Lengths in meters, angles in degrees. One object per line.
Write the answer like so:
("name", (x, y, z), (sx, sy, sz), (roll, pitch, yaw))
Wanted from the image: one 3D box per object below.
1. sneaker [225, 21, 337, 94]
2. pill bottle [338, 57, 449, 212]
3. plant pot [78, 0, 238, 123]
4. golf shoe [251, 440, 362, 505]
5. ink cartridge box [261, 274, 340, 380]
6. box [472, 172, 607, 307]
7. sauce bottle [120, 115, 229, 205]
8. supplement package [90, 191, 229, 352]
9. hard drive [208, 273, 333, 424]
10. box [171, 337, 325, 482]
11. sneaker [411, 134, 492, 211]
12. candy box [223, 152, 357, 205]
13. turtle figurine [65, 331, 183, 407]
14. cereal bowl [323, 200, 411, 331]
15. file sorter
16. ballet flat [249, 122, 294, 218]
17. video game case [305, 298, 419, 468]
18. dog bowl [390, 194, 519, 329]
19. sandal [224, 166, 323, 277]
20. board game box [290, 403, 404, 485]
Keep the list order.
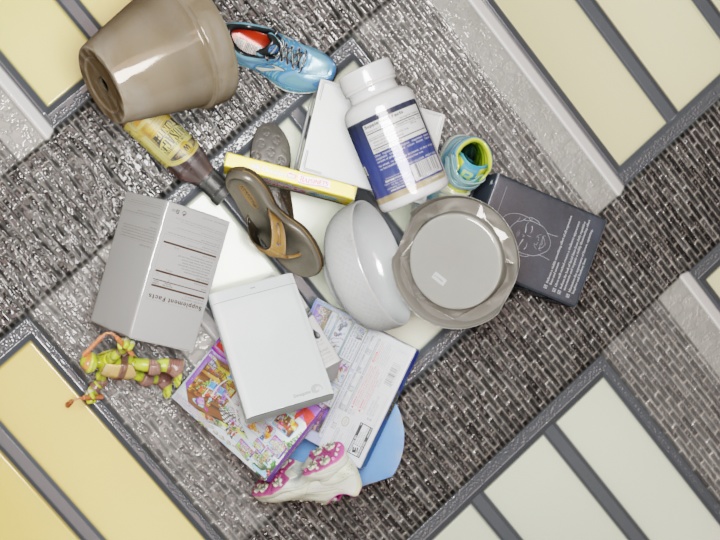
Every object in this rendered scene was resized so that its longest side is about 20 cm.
("sneaker", (-0.130, -0.327, 1.629), (0.197, 0.090, 0.080), (15, 89, -11))
("pill bottle", (0.042, -0.195, 1.528), (0.110, 0.111, 0.202), (-23, 94, -9))
("plant pot", (-0.299, -0.302, 1.520), (0.173, 0.199, 0.202), (-33, 97, -28))
("golf shoe", (-0.082, 0.329, 1.619), (0.092, 0.199, 0.076), (50, 40, -19))
("ink cartridge box", (-0.129, 0.092, 1.601), (0.115, 0.068, 0.201), (-27, 68, -18))
("box", (0.266, -0.047, 1.699), (0.198, 0.107, 0.150), (22, 88, -11))
("sauce bottle", (-0.277, -0.182, 1.619), (0.200, 0.066, 0.066), (41, 84, -9))
("supplement package", (-0.296, 0.002, 1.571), (0.119, 0.120, 0.203), (18, 88, -44))
("hard drive", (-0.131, 0.109, 1.536), (0.130, 0.027, 0.202), (-14, 65, -15))
("box", (-0.171, 0.204, 1.622), (0.199, 0.039, 0.137), (39, 85, 15))
("sneaker", (0.142, -0.123, 1.663), (0.079, 0.130, 0.203), (19, 88, -11))
("candy box", (-0.107, -0.136, 1.589), (0.197, 0.102, 0.027), (14, 85, -7))
("turtle figurine", (-0.356, 0.151, 1.593), (0.159, 0.065, 0.201), (14, 133, -27))
("cereal bowl", (0.000, 0.000, 1.614), (0.082, 0.200, 0.203), (-19, 95, 20))
("file sorter", (0.008, -0.191, 1.640), (0.197, 0.124, 0.141), (14, 88, -11))
("ballet flat", (-0.133, -0.128, 1.660), (0.066, 0.046, 0.203), (-9, 88, -6))
("video game case", (-0.031, 0.173, 1.646), (0.179, 0.045, 0.202), (26, 87, 14))
("dog bowl", (0.147, -0.016, 1.602), (0.197, 0.059, 0.203), (3, 101, 18))
("sandal", (-0.132, -0.061, 1.546), (0.201, 0.081, 0.055), (55, 42, -23))
("board game box", (-0.024, 0.264, 1.677), (0.197, 0.039, 0.160), (-20, 79, 10))
